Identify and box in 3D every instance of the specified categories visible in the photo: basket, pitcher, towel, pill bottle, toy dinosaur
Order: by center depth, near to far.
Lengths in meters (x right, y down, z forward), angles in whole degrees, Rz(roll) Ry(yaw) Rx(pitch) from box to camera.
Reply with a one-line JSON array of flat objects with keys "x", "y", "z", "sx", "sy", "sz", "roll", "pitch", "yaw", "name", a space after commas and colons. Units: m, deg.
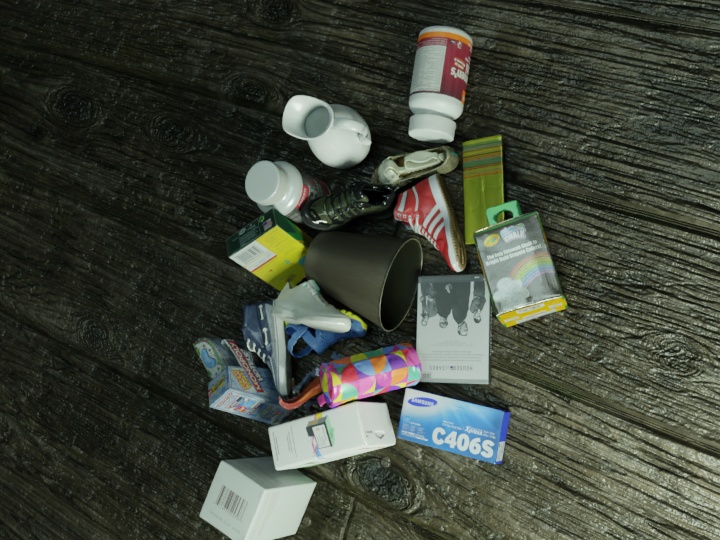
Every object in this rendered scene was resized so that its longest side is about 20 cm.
[{"x": 0.237, "y": -0.154, "z": 1.578, "sx": 0.085, "sy": 0.018, "sz": 0.205, "roll": -6, "pitch": 80, "yaw": 32, "name": "towel"}, {"x": -0.036, "y": 0.213, "z": 1.582, "sx": 0.179, "sy": 0.200, "sz": 0.106, "roll": -29, "pitch": 95, "yaw": 18, "name": "toy dinosaur"}, {"x": 0.152, "y": -0.358, "z": 1.602, "sx": 0.108, "sy": 0.109, "sz": 0.205, "roll": 6, "pitch": 84, "yaw": 27, "name": "pill bottle"}, {"x": 0.000, "y": 0.000, "z": 1.610, "sx": 0.197, "sy": 0.135, "sz": 0.184, "roll": 19, "pitch": 90, "yaw": 31, "name": "basket"}, {"x": -0.037, "y": -0.270, "z": 1.632, "sx": 0.169, "sy": 0.199, "sz": 0.124, "roll": 17, "pitch": 89, "yaw": 27, "name": "pitcher"}, {"x": -0.146, "y": -0.155, "z": 1.668, "sx": 0.109, "sy": 0.199, "sz": 0.113, "roll": -5, "pitch": 79, "yaw": 26, "name": "pill bottle"}]

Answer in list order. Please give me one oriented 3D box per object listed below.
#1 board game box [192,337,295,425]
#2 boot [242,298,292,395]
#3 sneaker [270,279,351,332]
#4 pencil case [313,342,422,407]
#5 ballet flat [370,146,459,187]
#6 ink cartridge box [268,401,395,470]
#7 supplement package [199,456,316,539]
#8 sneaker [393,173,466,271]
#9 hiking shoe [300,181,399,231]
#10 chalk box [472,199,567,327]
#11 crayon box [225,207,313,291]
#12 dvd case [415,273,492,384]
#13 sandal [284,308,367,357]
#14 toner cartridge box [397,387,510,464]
[{"x": -0.246, "y": 0.214, "z": 1.658, "sx": 0.061, "sy": 0.199, "sz": 0.202, "roll": -40, "pitch": 67, "yaw": 15, "name": "board game box"}, {"x": -0.193, "y": 0.161, "z": 1.702, "sx": 0.088, "sy": 0.073, "sz": 0.204, "roll": -8, "pitch": 68, "yaw": 4, "name": "boot"}, {"x": -0.092, "y": 0.063, "z": 1.593, "sx": 0.197, "sy": 0.075, "sz": 0.090, "roll": 10, "pitch": 76, "yaw": 40, "name": "sneaker"}, {"x": 0.015, "y": 0.193, "z": 1.531, "sx": 0.196, "sy": 0.089, "sz": 0.090, "roll": -11, "pitch": 71, "yaw": -21, "name": "pencil case"}, {"x": 0.095, "y": -0.207, "z": 1.624, "sx": 0.196, "sy": 0.075, "sz": 0.069, "roll": -13, "pitch": 77, "yaw": 25, "name": "ballet flat"}, {"x": -0.052, "y": 0.314, "z": 1.572, "sx": 0.197, "sy": 0.144, "sz": 0.086, "roll": -20, "pitch": 73, "yaw": 23, "name": "ink cartridge box"}, {"x": -0.194, "y": 0.440, "z": 1.593, "sx": 0.115, "sy": 0.199, "sz": 0.119, "roll": 23, "pitch": 92, "yaw": 28, "name": "supplement package"}, {"x": 0.130, "y": -0.076, "z": 1.587, "sx": 0.111, "sy": 0.071, "sz": 0.204, "roll": -22, "pitch": 65, "yaw": 18, "name": "sneaker"}, {"x": -0.022, "y": -0.139, "z": 1.617, "sx": 0.196, "sy": 0.101, "sz": 0.077, "roll": -11, "pitch": 63, "yaw": -11, "name": "hiking shoe"}, {"x": 0.278, "y": -0.021, "z": 1.465, "sx": 0.122, "sy": 0.124, "sz": 0.204, "roll": -17, "pitch": 73, "yaw": 13, "name": "chalk box"}, {"x": -0.161, "y": -0.032, "z": 1.668, "sx": 0.126, "sy": 0.200, "sz": 0.051, "roll": -30, "pitch": 51, "yaw": 18, "name": "crayon box"}, {"x": 0.176, "y": 0.110, "z": 1.559, "sx": 0.147, "sy": 0.025, "sz": 0.205, "roll": -2, "pitch": 81, "yaw": 27, "name": "dvd case"}, {"x": -0.073, "y": 0.130, "z": 1.645, "sx": 0.197, "sy": 0.079, "sz": 0.089, "roll": -8, "pitch": 55, "yaw": 34, "name": "sandal"}, {"x": 0.170, "y": 0.284, "z": 1.522, "sx": 0.196, "sy": 0.043, "sz": 0.097, "roll": 9, "pitch": 84, "yaw": 28, "name": "toner cartridge box"}]
